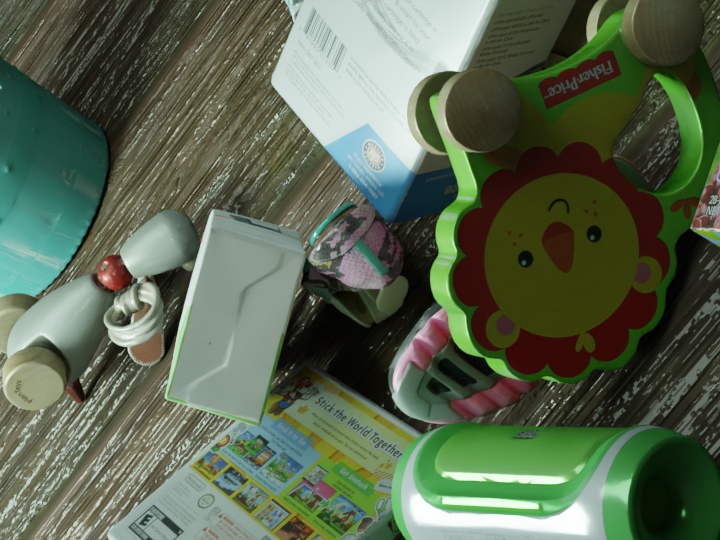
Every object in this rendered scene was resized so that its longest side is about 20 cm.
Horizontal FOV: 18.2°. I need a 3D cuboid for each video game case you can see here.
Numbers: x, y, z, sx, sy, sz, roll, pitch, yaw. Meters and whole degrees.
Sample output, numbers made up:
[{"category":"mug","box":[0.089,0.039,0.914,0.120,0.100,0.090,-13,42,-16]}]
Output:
[{"category":"video game case","box":[-0.052,0.150,1.431,0.182,0.023,0.200,-41,30,-13]}]

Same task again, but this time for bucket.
[{"category":"bucket","box":[-0.322,-0.078,1.935,0.207,0.134,0.209,-34,41,36]}]

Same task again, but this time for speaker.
[{"category":"speaker","box":[0.104,0.126,1.237,0.199,0.088,0.089,-4,63,53]}]

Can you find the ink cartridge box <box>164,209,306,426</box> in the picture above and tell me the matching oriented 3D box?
[{"category":"ink cartridge box","box":[-0.084,0.026,1.499,0.200,0.067,0.118,-122,47,-84]}]

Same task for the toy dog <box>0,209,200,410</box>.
[{"category":"toy dog","box":[-0.196,0.042,1.740,0.199,0.096,0.133,-20,47,28]}]

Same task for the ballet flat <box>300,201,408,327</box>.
[{"category":"ballet flat","box":[0.000,0.000,1.471,0.069,0.071,0.200,-40,-2,-5]}]

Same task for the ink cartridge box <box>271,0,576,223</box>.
[{"category":"ink cartridge box","box":[0.041,-0.156,1.429,0.145,0.083,0.201,51,135,29]}]

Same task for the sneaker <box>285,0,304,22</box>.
[{"category":"sneaker","box":[-0.023,-0.200,1.540,0.075,0.200,0.087,-34,68,1]}]

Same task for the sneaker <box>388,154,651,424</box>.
[{"category":"sneaker","box":[0.087,0.010,1.344,0.200,0.079,0.095,-45,23,-11]}]

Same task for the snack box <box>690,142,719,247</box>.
[{"category":"snack box","box":[0.282,-0.083,1.159,0.199,0.067,0.170,6,72,55]}]

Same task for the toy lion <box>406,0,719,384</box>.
[{"category":"toy lion","box":[0.124,-0.041,1.274,0.199,0.193,0.069,-26,11,-17]}]

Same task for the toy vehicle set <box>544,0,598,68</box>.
[{"category":"toy vehicle set","box":[0.125,-0.203,1.503,0.125,0.026,0.200,-61,32,1]}]
